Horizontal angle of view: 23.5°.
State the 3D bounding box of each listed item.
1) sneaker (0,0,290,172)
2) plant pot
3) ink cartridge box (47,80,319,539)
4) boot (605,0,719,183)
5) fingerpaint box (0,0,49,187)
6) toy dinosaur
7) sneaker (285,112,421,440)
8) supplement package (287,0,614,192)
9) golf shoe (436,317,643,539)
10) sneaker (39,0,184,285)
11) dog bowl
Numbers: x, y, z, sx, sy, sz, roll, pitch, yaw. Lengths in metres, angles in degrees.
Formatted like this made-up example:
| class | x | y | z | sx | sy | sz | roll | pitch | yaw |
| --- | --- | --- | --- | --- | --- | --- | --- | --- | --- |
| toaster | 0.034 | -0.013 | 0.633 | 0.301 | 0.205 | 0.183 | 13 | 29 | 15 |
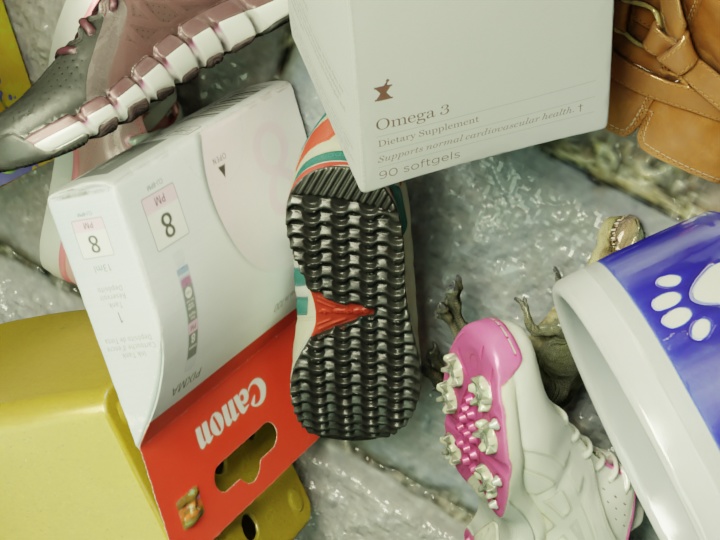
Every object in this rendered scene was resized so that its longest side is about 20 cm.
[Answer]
| class | x | y | z | sx | sy | sz | roll | pitch | yaw |
| --- | --- | --- | --- | --- | --- | --- | --- | --- | --- |
| sneaker | -0.118 | -0.138 | 0.827 | 0.116 | 0.200 | 0.076 | 60 | 157 | -14 |
| plant pot | -0.148 | 0.126 | 0.952 | 0.176 | 0.200 | 0.201 | -21 | 100 | 28 |
| ink cartridge box | -0.064 | 0.023 | 0.877 | 0.057 | 0.162 | 0.201 | -11 | 106 | 33 |
| boot | 0.121 | -0.142 | 0.764 | 0.200 | 0.074 | 0.155 | 42 | 134 | 18 |
| fingerpaint box | -0.284 | -0.134 | 0.982 | 0.166 | 0.073 | 0.201 | -9 | 106 | 31 |
| toy dinosaur | 0.076 | 0.050 | 0.885 | 0.088 | 0.047 | 0.201 | 26 | 124 | 9 |
| sneaker | 0.000 | 0.000 | 0.889 | 0.070 | 0.094 | 0.200 | 3 | 134 | 6 |
| supplement package | 0.031 | -0.151 | 0.704 | 0.116 | 0.118 | 0.200 | -15 | 138 | -8 |
| golf shoe | 0.092 | 0.100 | 0.860 | 0.075 | 0.091 | 0.201 | -128 | 23 | -52 |
| sneaker | -0.109 | -0.064 | 0.917 | 0.104 | 0.075 | 0.201 | 25 | 126 | 19 |
| dog bowl | 0.161 | 0.078 | 0.752 | 0.079 | 0.200 | 0.201 | -26 | 98 | 1 |
